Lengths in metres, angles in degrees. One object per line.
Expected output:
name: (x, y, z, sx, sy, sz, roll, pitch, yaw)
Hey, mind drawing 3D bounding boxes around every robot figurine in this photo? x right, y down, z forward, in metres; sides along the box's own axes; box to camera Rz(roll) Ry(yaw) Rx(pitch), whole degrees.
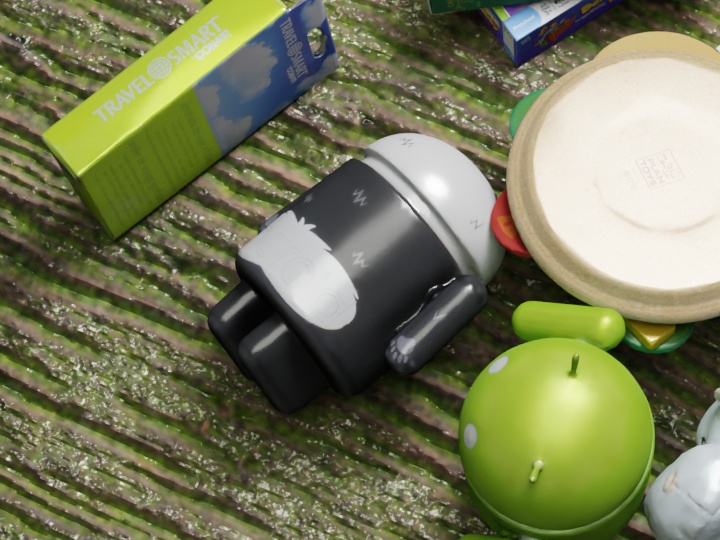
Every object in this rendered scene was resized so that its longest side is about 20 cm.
robot figurine: (0.001, 0.002, 1.376, 0.200, 0.125, 0.150, -40, 83, -8)
robot figurine: (0.118, 0.108, 1.286, 0.116, 0.200, 0.176, 16, 77, 10)

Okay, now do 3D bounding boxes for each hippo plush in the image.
hippo plush: (0.264, 0.138, 1.285, 0.161, 0.159, 0.200, 42, 81, 16)

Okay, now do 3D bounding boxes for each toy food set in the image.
toy food set: (0.183, -0.053, 1.337, 0.198, 0.049, 0.200, -35, 69, -15)

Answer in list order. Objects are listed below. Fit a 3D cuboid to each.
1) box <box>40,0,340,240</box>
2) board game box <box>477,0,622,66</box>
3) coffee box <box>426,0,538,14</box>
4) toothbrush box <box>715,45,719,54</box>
box: (-0.110, -0.115, 1.424, 0.200, 0.122, 0.048, -39, 71, -8)
board game box: (0.155, -0.252, 1.485, 0.200, 0.045, 0.135, -33, 72, -6)
coffee box: (0.136, -0.246, 1.438, 0.200, 0.044, 0.123, -9, 71, 2)
toothbrush box: (0.356, -0.149, 1.374, 0.200, 0.085, 0.146, -36, 31, -8)
